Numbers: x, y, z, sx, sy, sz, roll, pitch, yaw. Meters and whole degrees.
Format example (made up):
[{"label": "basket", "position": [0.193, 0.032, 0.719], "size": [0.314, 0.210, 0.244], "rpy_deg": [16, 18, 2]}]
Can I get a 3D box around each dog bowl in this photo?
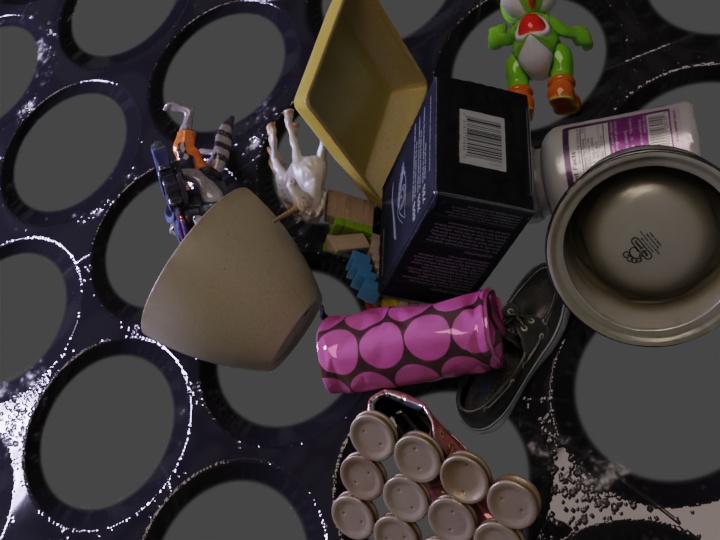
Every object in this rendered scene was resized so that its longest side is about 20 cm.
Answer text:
[{"label": "dog bowl", "position": [0.283, -0.031, 1.008], "size": [0.198, 0.202, 0.074], "rpy_deg": [-10, 21, 19]}]

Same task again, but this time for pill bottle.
[{"label": "pill bottle", "position": [0.256, -0.104, 1.087], "size": [0.198, 0.112, 0.113], "rpy_deg": [-9, 63, 19]}]

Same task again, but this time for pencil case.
[{"label": "pencil case", "position": [0.053, 0.068, 1.053], "size": [0.198, 0.092, 0.094], "rpy_deg": [-8, 18, 25]}]

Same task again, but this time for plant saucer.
[{"label": "plant saucer", "position": [-0.004, -0.201, 1.183], "size": [0.048, 0.200, 0.201], "rpy_deg": [-2, 56, 32]}]

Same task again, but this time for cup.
[{"label": "cup", "position": [-0.128, 0.031, 1.160], "size": [0.143, 0.200, 0.201], "rpy_deg": [35, 82, 7]}]

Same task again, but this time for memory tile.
[{"label": "memory tile", "position": [0.068, 0.228, 0.998], "size": [0.199, 0.017, 0.155], "rpy_deg": [23, 119, 21]}]

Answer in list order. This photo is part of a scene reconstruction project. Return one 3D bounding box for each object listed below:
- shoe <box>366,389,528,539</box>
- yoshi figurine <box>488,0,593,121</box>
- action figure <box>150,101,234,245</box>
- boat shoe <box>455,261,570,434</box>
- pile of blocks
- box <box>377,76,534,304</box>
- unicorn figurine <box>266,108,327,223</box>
[{"label": "shoe", "position": [0.081, 0.201, 1.027], "size": [0.071, 0.091, 0.200], "rpy_deg": [-44, 57, -1]}, {"label": "yoshi figurine", "position": [0.205, -0.274, 1.218], "size": [0.112, 0.111, 0.202], "rpy_deg": [-26, 66, 58]}, {"label": "action figure", "position": [-0.193, -0.115, 1.252], "size": [0.103, 0.201, 0.195], "rpy_deg": [-10, 61, -5]}, {"label": "boat shoe", "position": [0.161, 0.075, 1.074], "size": [0.068, 0.057, 0.201], "rpy_deg": [22, 76, 30]}, {"label": "pile of blocks", "position": [0.000, 0.000, 1.170], "size": [0.081, 0.062, 0.201], "rpy_deg": [-4, 49, -30]}, {"label": "box", "position": [0.094, -0.074, 1.073], "size": [0.103, 0.200, 0.149], "rpy_deg": [10, 58, -11]}, {"label": "unicorn figurine", "position": [-0.071, -0.116, 1.206], "size": [0.073, 0.200, 0.139], "rpy_deg": [-7, 86, -3]}]
